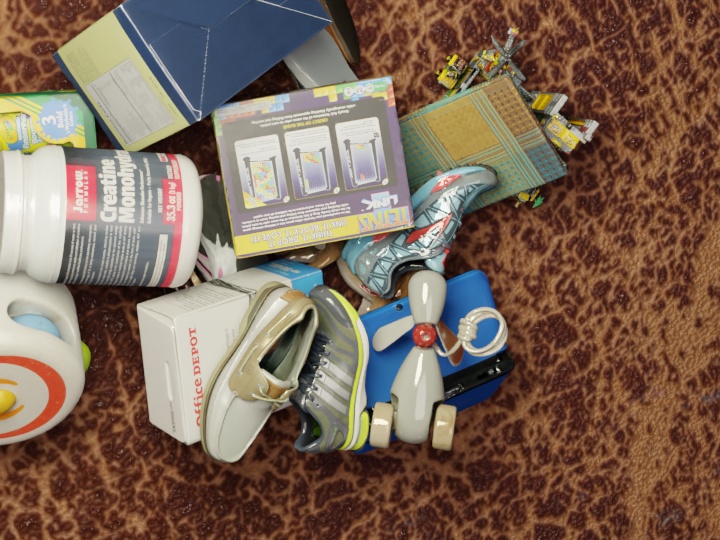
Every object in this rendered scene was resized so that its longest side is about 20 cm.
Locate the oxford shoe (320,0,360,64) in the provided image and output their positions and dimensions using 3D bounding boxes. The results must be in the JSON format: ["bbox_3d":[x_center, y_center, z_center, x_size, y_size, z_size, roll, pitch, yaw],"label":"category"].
[{"bbox_3d":[-0.067,-0.313,1.621,0.071,0.071,0.201,-26,111,21],"label":"oxford shoe"}]

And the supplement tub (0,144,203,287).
[{"bbox_3d":[-0.272,-0.055,1.481,0.199,0.140,0.141,2,99,-20],"label":"supplement tub"}]

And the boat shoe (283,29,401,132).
[{"bbox_3d":[-0.039,-0.201,1.613,0.199,0.068,0.074,45,50,-15],"label":"boat shoe"}]

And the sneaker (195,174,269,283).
[{"bbox_3d":[-0.166,-0.032,1.631,0.080,0.086,0.201,-34,128,-32],"label":"sneaker"}]

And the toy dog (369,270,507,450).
[{"bbox_3d":[0.069,0.110,1.592,0.131,0.096,0.201,27,86,2],"label":"toy dog"}]

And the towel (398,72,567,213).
[{"bbox_3d":[0.118,-0.134,1.645,0.199,0.022,0.147,-20,120,30],"label":"towel"}]

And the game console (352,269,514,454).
[{"bbox_3d":[0.067,0.110,1.693,0.199,0.171,0.119,-21,72,-18],"label":"game console"}]

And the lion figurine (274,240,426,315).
[{"bbox_3d":[0.000,0.000,1.681,0.200,0.072,0.123,42,76,-13],"label":"lion figurine"}]

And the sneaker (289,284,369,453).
[{"bbox_3d":[-0.039,0.114,1.566,0.081,0.074,0.201,-17,111,-34],"label":"sneaker"}]

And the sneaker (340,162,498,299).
[{"bbox_3d":[0.081,-0.040,1.621,0.199,0.079,0.096,-35,73,8],"label":"sneaker"}]

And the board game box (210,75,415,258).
[{"bbox_3d":[-0.052,-0.112,1.545,0.199,0.057,0.167,-10,98,-7],"label":"board game box"}]

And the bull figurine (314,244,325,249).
[{"bbox_3d":[-0.044,-0.103,1.640,0.200,0.065,0.122,40,43,-10],"label":"bull figurine"}]

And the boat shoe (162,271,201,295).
[{"bbox_3d":[-0.187,0.080,1.640,0.070,0.070,0.201,-30,106,-15],"label":"boat shoe"}]

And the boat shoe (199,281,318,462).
[{"bbox_3d":[-0.106,0.112,1.507,0.075,0.068,0.201,20,91,-44],"label":"boat shoe"}]

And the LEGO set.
[{"bbox_3d":[0.178,-0.169,1.676,0.154,0.116,0.200,-46,107,-4],"label":"LEGO set"}]

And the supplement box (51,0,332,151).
[{"bbox_3d":[-0.177,-0.239,1.488,0.200,0.199,0.135,-41,105,-29],"label":"supplement box"}]

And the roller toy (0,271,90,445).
[{"bbox_3d":[-0.388,0.092,1.515,0.199,0.140,0.183,-10,139,-10],"label":"roller toy"}]

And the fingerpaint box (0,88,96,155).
[{"bbox_3d":[-0.367,-0.091,1.559,0.166,0.073,0.202,-5,101,-15],"label":"fingerpaint box"}]

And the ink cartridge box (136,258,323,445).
[{"bbox_3d":[-0.136,0.085,1.577,0.199,0.084,0.147,-17,113,-35],"label":"ink cartridge box"}]
